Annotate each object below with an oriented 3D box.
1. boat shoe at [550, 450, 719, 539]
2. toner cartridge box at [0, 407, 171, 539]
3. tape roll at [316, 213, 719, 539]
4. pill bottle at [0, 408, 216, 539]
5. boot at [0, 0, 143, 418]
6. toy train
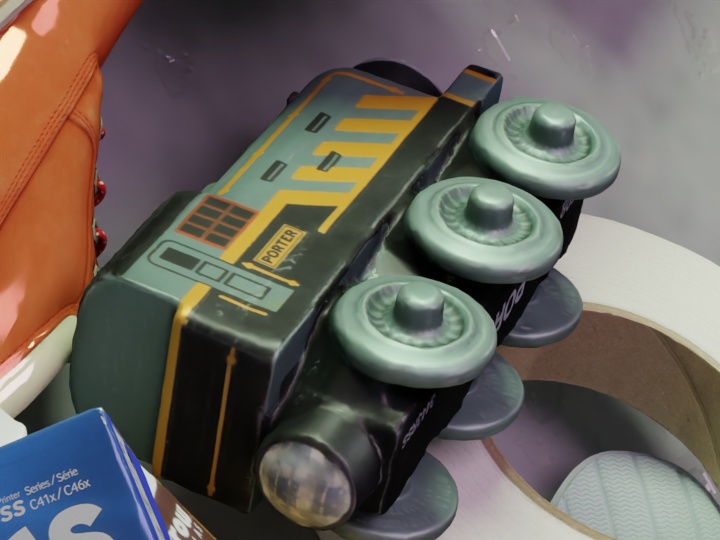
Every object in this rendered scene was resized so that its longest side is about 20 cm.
[{"bbox_3d":[0.083,0.142,0.888,0.071,0.062,0.201,7,41,-1],"label":"boat shoe"},{"bbox_3d":[-0.137,0.092,0.629,0.199,0.095,0.043,-22,79,-4],"label":"toner cartridge box"},{"bbox_3d":[0.076,0.060,0.889,0.201,0.037,0.204,15,41,-13],"label":"tape roll"},{"bbox_3d":[-0.060,0.125,0.740,0.200,0.109,0.109,46,46,-11],"label":"pill bottle"},{"bbox_3d":[-0.104,-0.031,0.825,0.107,0.075,0.200,54,44,-21],"label":"boot"},{"bbox_3d":[0.000,0.000,0.829,0.113,0.086,0.200,22,38,13],"label":"toy train"}]
